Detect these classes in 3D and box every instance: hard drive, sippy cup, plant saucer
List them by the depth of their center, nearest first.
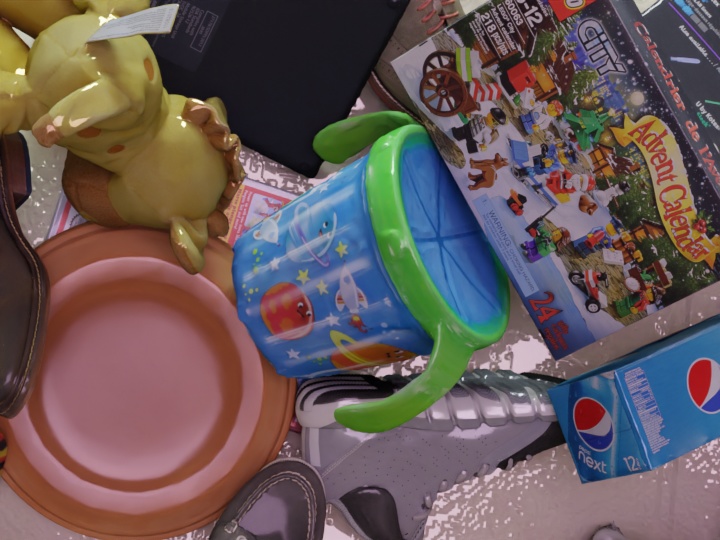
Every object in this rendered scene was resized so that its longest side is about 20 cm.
[{"bbox_3d":[0.000,0.000,1.080,0.130,0.178,0.140,-21,110,25],"label":"sippy cup"},{"bbox_3d":[-0.136,0.067,1.110,0.199,0.037,0.201,-1,95,-7],"label":"plant saucer"},{"bbox_3d":[-0.085,-0.158,1.122,0.199,0.033,0.140,27,117,-6],"label":"hard drive"}]

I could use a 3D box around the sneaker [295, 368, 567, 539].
[{"bbox_3d":[0.055,0.124,1.147,0.199,0.075,0.116,1,99,-11],"label":"sneaker"}]

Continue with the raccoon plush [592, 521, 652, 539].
[{"bbox_3d":[0.203,0.249,1.166,0.097,0.134,0.200,-42,126,-25],"label":"raccoon plush"}]

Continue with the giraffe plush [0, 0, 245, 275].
[{"bbox_3d":[-0.139,-0.089,1.061,0.173,0.200,0.162,-57,136,-21],"label":"giraffe plush"}]

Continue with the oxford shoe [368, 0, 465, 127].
[{"bbox_3d":[0.034,-0.155,1.151,0.200,0.075,0.070,48,62,-4],"label":"oxford shoe"}]

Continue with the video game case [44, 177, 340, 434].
[{"bbox_3d":[-0.099,0.008,1.149,0.199,0.017,0.144,18,82,-7],"label":"video game case"}]

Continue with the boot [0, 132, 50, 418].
[{"bbox_3d":[-0.238,-0.008,1.054,0.097,0.075,0.201,17,44,-37],"label":"boot"}]

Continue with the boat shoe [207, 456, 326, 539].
[{"bbox_3d":[-0.079,0.206,1.093,0.067,0.057,0.200,30,95,-4],"label":"boat shoe"}]

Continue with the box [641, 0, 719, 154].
[{"bbox_3d":[0.212,-0.117,1.141,0.200,0.122,0.106,-39,85,-20],"label":"box"}]

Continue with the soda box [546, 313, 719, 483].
[{"bbox_3d":[0.214,0.066,1.136,0.199,0.068,0.064,-19,88,-35],"label":"soda box"}]

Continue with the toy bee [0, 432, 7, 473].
[{"bbox_3d":[-0.291,0.167,1.071,0.199,0.109,0.131,-22,57,-20],"label":"toy bee"}]

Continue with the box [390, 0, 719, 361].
[{"bbox_3d":[0.123,-0.067,1.049,0.136,0.038,0.200,-29,91,30],"label":"box"}]
